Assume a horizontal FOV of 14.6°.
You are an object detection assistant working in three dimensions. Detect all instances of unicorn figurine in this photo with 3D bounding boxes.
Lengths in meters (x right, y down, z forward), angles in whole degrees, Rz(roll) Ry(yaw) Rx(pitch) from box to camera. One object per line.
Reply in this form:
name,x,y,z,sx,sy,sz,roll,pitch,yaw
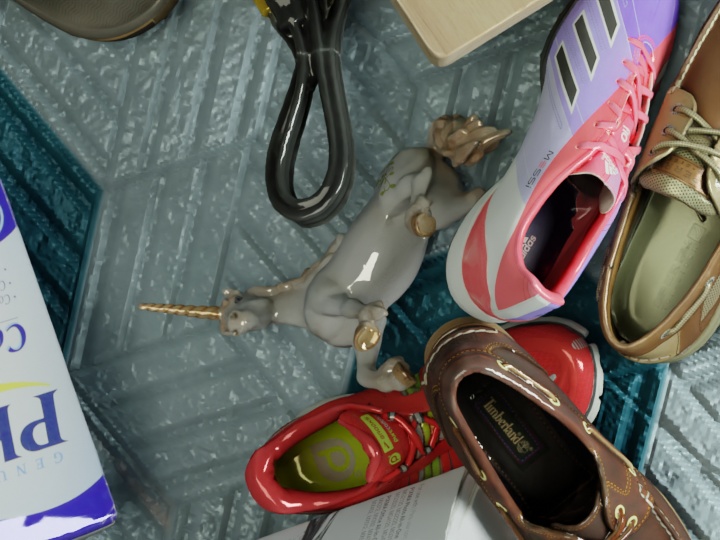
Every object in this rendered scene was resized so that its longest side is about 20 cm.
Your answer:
unicorn figurine,0.000,0.000,1.432,0.200,0.137,0.074,-42,117,-1

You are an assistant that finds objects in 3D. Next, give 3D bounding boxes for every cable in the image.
cable,-0.020,-0.122,1.438,0.097,0.050,0.201,-18,75,12

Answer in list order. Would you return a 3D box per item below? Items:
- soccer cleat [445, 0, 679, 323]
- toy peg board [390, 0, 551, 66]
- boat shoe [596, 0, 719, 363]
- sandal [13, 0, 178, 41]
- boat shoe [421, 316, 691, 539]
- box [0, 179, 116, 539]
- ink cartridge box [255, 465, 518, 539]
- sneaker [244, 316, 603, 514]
soccer cleat,0.112,-0.063,1.354,0.073,0.068,0.201,2,61,61
toy peg board,0.066,-0.223,1.382,0.199,0.098,0.201,-32,81,-6
boat shoe,0.168,-0.045,1.364,0.075,0.074,0.201,22,102,20
sandal,-0.184,-0.184,1.512,0.199,0.055,0.082,32,106,18
boat shoe,0.100,0.111,1.370,0.070,0.070,0.200,-43,106,5
box,-0.251,0.074,1.479,0.105,0.183,0.201,-26,83,60
ink cartridge box,-0.002,0.205,1.426,0.199,0.083,0.146,-21,111,23
sneaker,0.031,0.084,1.426,0.199,0.085,0.077,-24,85,23
